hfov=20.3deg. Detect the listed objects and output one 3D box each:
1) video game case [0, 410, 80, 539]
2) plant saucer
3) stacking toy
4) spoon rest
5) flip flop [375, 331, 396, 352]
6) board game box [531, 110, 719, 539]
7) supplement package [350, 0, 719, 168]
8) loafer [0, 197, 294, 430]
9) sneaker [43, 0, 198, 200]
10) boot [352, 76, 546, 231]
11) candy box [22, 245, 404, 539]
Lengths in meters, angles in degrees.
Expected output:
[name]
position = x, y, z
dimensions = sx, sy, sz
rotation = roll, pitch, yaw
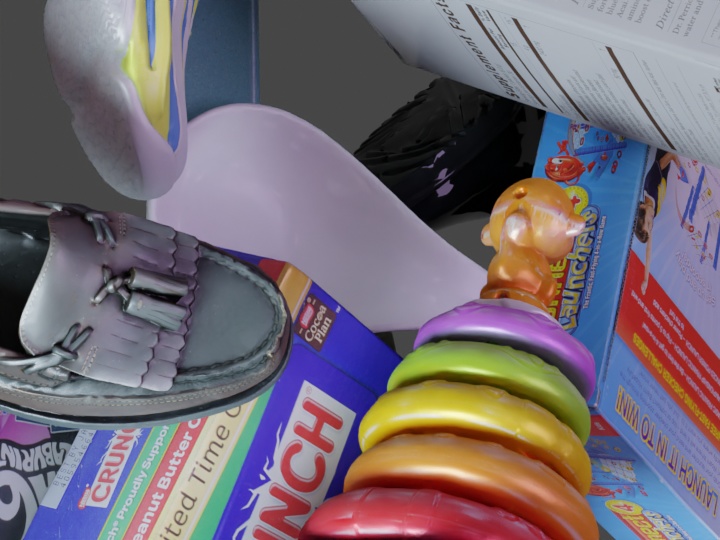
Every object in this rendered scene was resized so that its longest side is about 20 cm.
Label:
[video game case]
position = -0.125, 0.123, 0.764
dimensions = 0.199, 0.036, 0.183
rotation = -1, 88, -47
[plant saucer]
position = -0.070, -0.145, 0.863
dimensions = 0.070, 0.019, 0.202
rotation = 3, 83, -47
[stacking toy]
position = 0.046, 0.052, 0.736
dimensions = 0.110, 0.115, 0.202
rotation = 46, 49, -42
[spoon rest]
position = 0.000, 0.000, 0.849
dimensions = 0.199, 0.060, 0.100
rotation = 27, 65, -23
[flip flop]
position = 0.012, 0.074, 0.900
dimensions = 0.081, 0.057, 0.202
rotation = -20, 101, -46
[board game box]
position = 0.140, 0.015, 0.914
dimensions = 0.200, 0.055, 0.198
rotation = 44, 52, -47
[supplement package]
position = 0.100, -0.133, 0.809
dimensions = 0.122, 0.199, 0.120
rotation = -63, 150, -8
[loafer]
position = -0.120, 0.008, 0.677
dimensions = 0.198, 0.063, 0.073
rotation = 8, 68, -2
[sneaker]
position = -0.075, -0.134, 0.799
dimensions = 0.104, 0.075, 0.202
rotation = -15, 96, -31
[boot]
position = 0.085, -0.021, 0.974
dimensions = 0.200, 0.076, 0.169
rotation = -47, 116, -46
[candy box]
position = -0.024, 0.113, 0.780
dimensions = 0.200, 0.077, 0.170
rotation = 40, 68, -37
